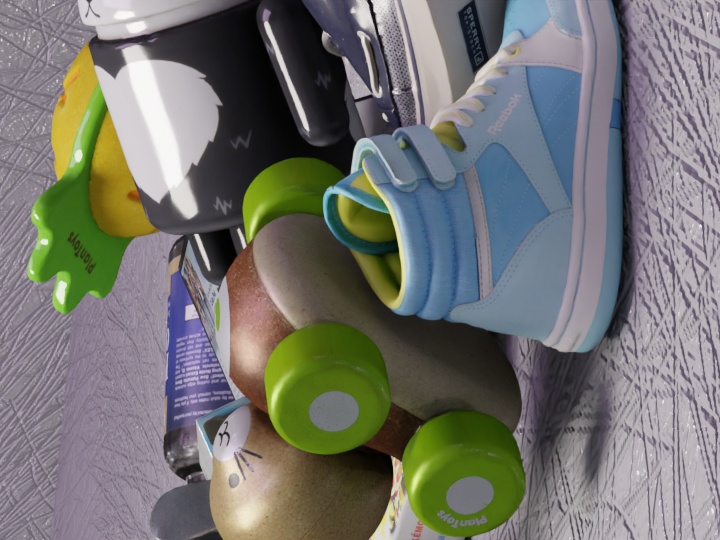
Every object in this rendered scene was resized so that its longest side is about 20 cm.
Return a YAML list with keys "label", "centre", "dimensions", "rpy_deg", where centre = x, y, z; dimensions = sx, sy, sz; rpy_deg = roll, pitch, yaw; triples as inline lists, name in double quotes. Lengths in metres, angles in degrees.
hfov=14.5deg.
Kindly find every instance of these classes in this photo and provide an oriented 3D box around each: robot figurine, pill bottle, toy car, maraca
- label: "robot figurine"
  centre: [-0.070, -0.094, 1.443]
  dimensions: [0.125, 0.149, 0.201]
  rpy_deg: [-53, -53, -68]
- label: "pill bottle"
  centre: [-0.074, 0.079, 1.866]
  dimensions: [0.112, 0.111, 0.201]
  rpy_deg: [129, 144, -70]
- label: "toy car"
  centre: [-0.037, 0.082, 1.332]
  dimensions: [0.200, 0.157, 0.165]
  rpy_deg: [-46, 28, 22]
- label: "maraca"
  centre: [-0.129, -0.070, 1.622]
  dimensions: [0.201, 0.107, 0.137]
  rpy_deg: [-60, -27, -14]

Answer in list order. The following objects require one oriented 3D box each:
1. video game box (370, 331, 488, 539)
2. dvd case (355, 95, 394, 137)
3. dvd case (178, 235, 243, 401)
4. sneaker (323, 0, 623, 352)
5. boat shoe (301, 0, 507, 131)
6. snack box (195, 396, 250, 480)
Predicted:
- label: "video game box"
  centre: [0.028, 0.066, 1.543]
  dimensions: [0.183, 0.046, 0.201]
  rpy_deg: [102, 166, -45]
- label: "dvd case"
  centre: [0.000, 0.000, 1.488]
  dimensions: [0.142, 0.017, 0.201]
  rpy_deg: [-11, 63, 59]
- label: "dvd case"
  centre: [-0.055, 0.067, 1.619]
  dimensions: [0.143, 0.017, 0.201]
  rpy_deg: [116, 131, -74]
- label: "sneaker"
  centre: [0.048, -0.065, 1.275]
  dimensions: [0.080, 0.130, 0.201]
  rpy_deg: [114, 158, -60]
- label: "boat shoe"
  centre: [0.025, -0.103, 1.366]
  dimensions: [0.092, 0.075, 0.201]
  rpy_deg: [20, 133, 39]
- label: "snack box"
  centre: [-0.036, 0.177, 1.591]
  dimensions: [0.116, 0.037, 0.201]
  rpy_deg: [99, 146, -75]
